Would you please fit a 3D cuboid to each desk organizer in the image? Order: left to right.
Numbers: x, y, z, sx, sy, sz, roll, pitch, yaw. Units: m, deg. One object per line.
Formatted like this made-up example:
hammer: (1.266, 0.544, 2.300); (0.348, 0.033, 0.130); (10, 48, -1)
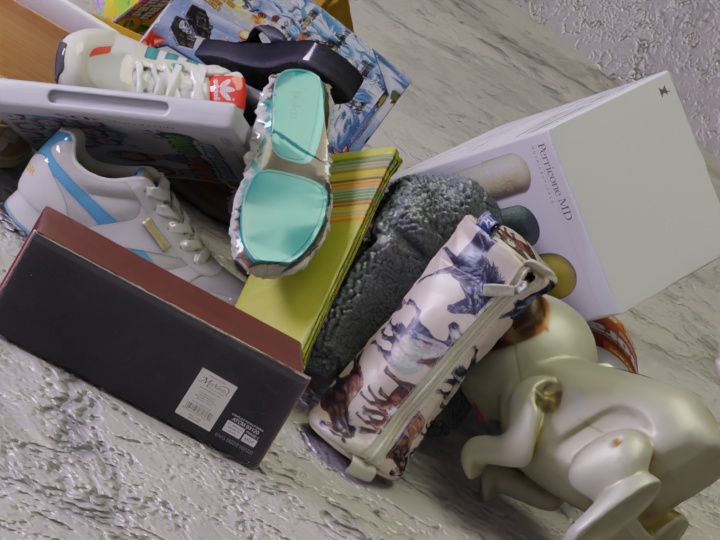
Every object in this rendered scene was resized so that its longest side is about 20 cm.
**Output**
desk organizer: (-0.136, 0.041, 1.408); (0.200, 0.072, 0.077); (29, 13, -11)

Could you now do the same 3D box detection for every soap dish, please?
soap dish: (-0.271, -0.186, 1.757); (0.157, 0.081, 0.200); (30, -1, -7)

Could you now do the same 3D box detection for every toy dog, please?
toy dog: (0.153, 0.098, 1.545); (0.200, 0.194, 0.140); (46, 8, 31)

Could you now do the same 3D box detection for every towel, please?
towel: (-0.038, -0.008, 1.544); (0.086, 0.200, 0.018); (-6, -44, 37)

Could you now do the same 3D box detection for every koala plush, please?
koala plush: (0.000, 0.000, 1.652); (0.177, 0.184, 0.200); (33, -9, -38)

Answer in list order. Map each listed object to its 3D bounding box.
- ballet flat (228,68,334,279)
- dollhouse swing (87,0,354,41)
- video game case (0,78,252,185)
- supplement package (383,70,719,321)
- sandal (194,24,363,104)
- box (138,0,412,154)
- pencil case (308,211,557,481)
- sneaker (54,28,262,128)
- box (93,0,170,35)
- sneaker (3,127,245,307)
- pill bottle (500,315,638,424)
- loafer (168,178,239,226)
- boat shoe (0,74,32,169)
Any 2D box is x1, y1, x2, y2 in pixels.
ballet flat: (-0.053, -0.057, 1.548); (0.072, 0.072, 0.200); (27, 46, -17)
dollhouse swing: (-0.132, -0.214, 1.948); (0.176, 0.182, 0.200); (40, -7, 10)
video game case: (-0.166, -0.100, 1.617); (0.182, 0.024, 0.200); (6, -9, 7)
supplement package: (0.153, -0.043, 1.701); (0.151, 0.200, 0.152); (-26, 97, -39)
sandal: (-0.057, -0.159, 1.680); (0.076, 0.043, 0.200); (40, -16, -33)
box: (-0.076, -0.163, 1.798); (0.200, 0.137, 0.040); (38, -12, -7)
pencil case: (0.049, 0.055, 1.506); (0.078, 0.200, 0.089); (38, 2, -14)
sneaker: (-0.138, -0.141, 1.647); (0.093, 0.070, 0.200); (-8, -19, 38)
box: (-0.115, -0.296, 1.955); (0.192, 0.200, 0.122); (0, 74, -35)
sneaker: (-0.153, -0.025, 1.560); (0.200, 0.081, 0.077); (32, 13, -6)
pill bottle: (0.168, 0.100, 1.732); (0.112, 0.112, 0.200); (31, 15, -3)
loafer: (-0.137, -0.101, 1.848); (0.200, 0.071, 0.073); (32, 15, 3)
boat shoe: (-0.286, -0.119, 1.620); (0.074, 0.066, 0.200); (32, 13, 8)
